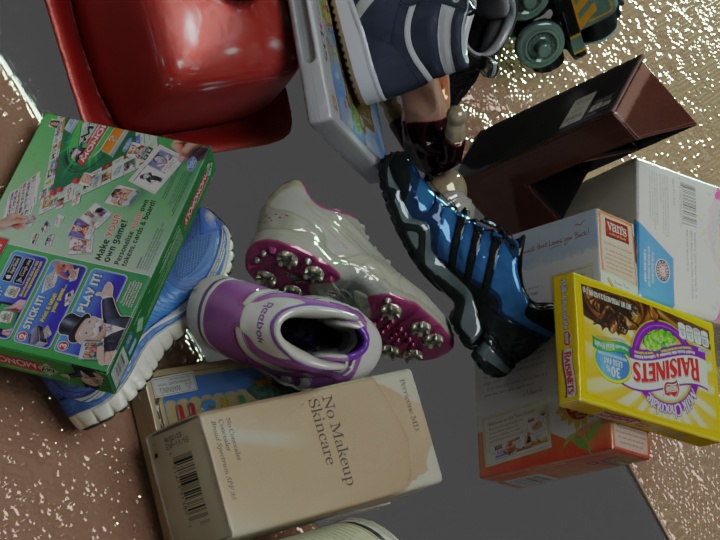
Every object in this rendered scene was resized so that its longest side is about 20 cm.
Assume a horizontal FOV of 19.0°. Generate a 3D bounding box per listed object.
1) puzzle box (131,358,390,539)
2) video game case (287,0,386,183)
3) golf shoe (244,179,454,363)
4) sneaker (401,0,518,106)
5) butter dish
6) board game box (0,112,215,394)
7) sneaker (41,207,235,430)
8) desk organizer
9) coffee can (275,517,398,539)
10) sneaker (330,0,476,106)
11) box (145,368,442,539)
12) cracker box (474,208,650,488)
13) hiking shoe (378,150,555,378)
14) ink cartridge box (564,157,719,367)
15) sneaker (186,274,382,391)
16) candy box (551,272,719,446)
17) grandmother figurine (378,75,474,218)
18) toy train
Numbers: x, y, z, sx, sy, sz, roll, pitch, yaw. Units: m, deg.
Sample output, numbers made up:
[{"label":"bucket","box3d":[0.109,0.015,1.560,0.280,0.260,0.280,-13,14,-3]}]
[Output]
[{"label":"puzzle box","box3d":[-0.074,0.130,1.609,0.199,0.025,0.134,-8,80,-40]},{"label":"video game case","box3d":[-0.021,-0.178,1.687,0.200,0.022,0.183,39,40,-73]},{"label":"golf shoe","box3d":[0.000,0.000,1.686,0.199,0.075,0.092,33,46,-30]},{"label":"sneaker","box3d":[0.073,-0.237,1.800,0.075,0.114,0.202,0,74,-38]},{"label":"butter dish","box3d":[-0.119,-0.199,1.614,0.199,0.147,0.201,-12,81,-41]},{"label":"board game box","box3d":[-0.198,-0.016,1.509,0.134,0.029,0.201,12,57,16]},{"label":"sneaker","box3d":[-0.164,0.017,1.546,0.089,0.078,0.200,48,51,-17]},{"label":"desk organizer","box3d":[0.174,-0.097,1.772,0.077,0.199,0.072,45,52,-18]},{"label":"coffee can","box3d":[-0.066,0.263,1.487,0.199,0.146,0.147,-11,80,-40]},{"label":"sneaker","box3d":[0.027,-0.237,1.658,0.070,0.108,0.202,-39,116,-77]},{"label":"box","box3d":[-0.046,0.138,1.560,0.199,0.078,0.096,-12,81,-40]},{"label":"cracker box","box3d":[0.160,0.065,1.740,0.057,0.133,0.202,18,64,-46]},{"label":"hiking shoe","box3d":[0.088,-0.017,1.712,0.086,0.074,0.201,-32,89,4]},{"label":"ink cartridge box","box3d":[0.271,0.005,1.859,0.199,0.125,0.130,17,64,-32]},{"label":"sneaker","box3d":[-0.024,0.056,1.562,0.200,0.114,0.073,13,88,-53]},{"label":"candy box","box3d":[0.218,0.072,1.680,0.199,0.026,0.103,18,66,-47]},{"label":"grandmother figurine","box3d":[0.056,-0.125,1.749,0.060,0.121,0.201,-16,107,-15]},{"label":"toy train","box3d":[0.161,-0.264,1.843,0.085,0.113,0.201,-118,-176,-52]}]
